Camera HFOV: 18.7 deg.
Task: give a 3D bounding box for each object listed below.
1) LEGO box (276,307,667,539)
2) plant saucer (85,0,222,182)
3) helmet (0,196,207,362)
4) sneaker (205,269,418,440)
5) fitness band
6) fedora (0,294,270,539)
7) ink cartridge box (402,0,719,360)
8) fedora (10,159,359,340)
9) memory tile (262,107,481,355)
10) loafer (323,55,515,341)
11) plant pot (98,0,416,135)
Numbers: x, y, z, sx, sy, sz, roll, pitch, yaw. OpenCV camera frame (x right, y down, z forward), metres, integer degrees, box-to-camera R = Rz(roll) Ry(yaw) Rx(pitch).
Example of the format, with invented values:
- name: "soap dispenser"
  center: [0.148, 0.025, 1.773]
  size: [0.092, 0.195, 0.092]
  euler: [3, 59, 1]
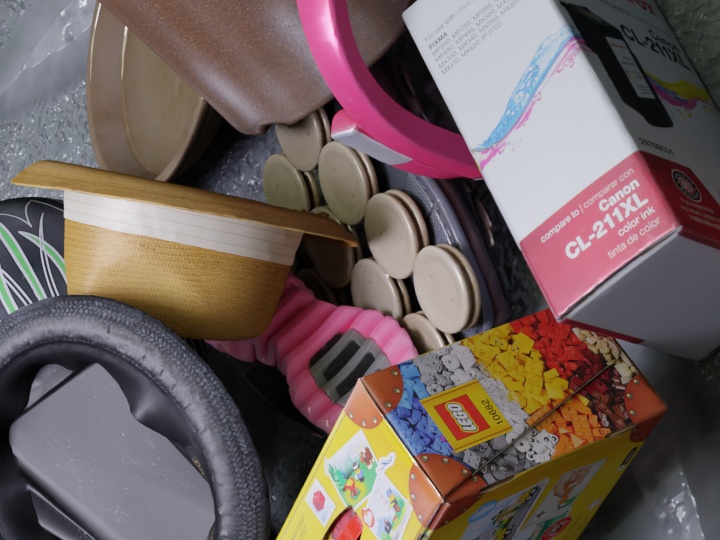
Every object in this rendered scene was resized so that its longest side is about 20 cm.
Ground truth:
- name: "LEGO box"
  center: [0.045, 0.121, 1.115]
  size: [0.077, 0.149, 0.200]
  euler: [54, 142, 24]
- name: "plant saucer"
  center: [-0.126, -0.144, 1.408]
  size: [0.200, 0.029, 0.201]
  euler: [-21, 66, 58]
- name: "helmet"
  center: [-0.185, 0.059, 1.325]
  size: [0.191, 0.199, 0.200]
  euler: [92, 155, -58]
- name: "sneaker"
  center: [-0.017, 0.066, 1.267]
  size: [0.079, 0.096, 0.200]
  euler: [-37, 40, -16]
- name: "fitness band"
  center: [0.034, -0.128, 1.181]
  size: [0.037, 0.200, 0.144]
  euler: [-6, 75, 37]
- name: "fedora"
  center: [-0.126, 0.107, 1.186]
  size: [0.200, 0.092, 0.202]
  euler: [2, 95, 20]
- name: "ink cartridge box"
  center: [0.125, -0.065, 1.124]
  size: [0.083, 0.146, 0.200]
  euler: [-39, 59, 26]
- name: "fedora"
  center: [-0.102, -0.007, 1.215]
  size: [0.200, 0.200, 0.082]
  euler: [11, 90, 42]
- name: "memory tile"
  center: [0.000, 0.000, 1.271]
  size: [0.200, 0.017, 0.154]
  euler: [49, 143, 34]
- name: "loafer"
  center: [0.041, -0.049, 1.256]
  size: [0.200, 0.063, 0.072]
  euler: [58, 148, 23]
- name: "plant pot"
  center: [-0.074, -0.197, 1.228]
  size: [0.200, 0.198, 0.201]
  euler: [-35, 25, 19]
